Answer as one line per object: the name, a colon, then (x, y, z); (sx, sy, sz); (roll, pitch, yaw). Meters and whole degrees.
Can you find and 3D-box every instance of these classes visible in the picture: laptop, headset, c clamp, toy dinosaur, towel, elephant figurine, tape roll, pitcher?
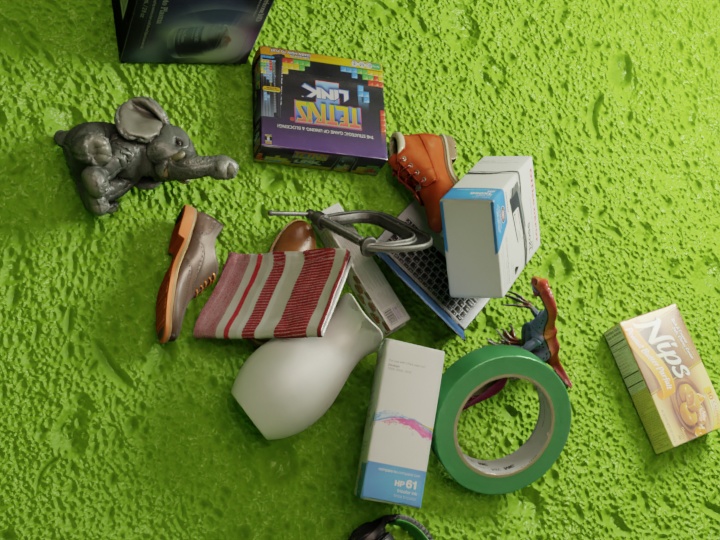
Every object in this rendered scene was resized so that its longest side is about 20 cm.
laptop: (0.117, -0.011, 1.698); (0.187, 0.116, 0.200); (44, 61, 0)
headset: (0.026, 0.381, 1.516); (0.197, 0.094, 0.125); (-4, 70, -34)
c clamp: (-0.005, -0.053, 1.611); (0.169, 0.199, 0.028); (-8, 112, -38)
toy dinosaur: (0.258, 0.078, 1.676); (0.197, 0.182, 0.107); (11, 61, -20)
towel: (-0.116, 0.030, 1.558); (0.023, 0.197, 0.145); (60, 39, -41)
elephant figurine: (-0.291, -0.159, 1.596); (0.198, 0.141, 0.157); (-23, 93, -21)
tape roll: (0.190, 0.205, 1.615); (0.197, 0.048, 0.204); (-4, 106, -14)
pitcher: (-0.067, 0.134, 1.566); (0.199, 0.172, 0.122); (-39, 75, -8)

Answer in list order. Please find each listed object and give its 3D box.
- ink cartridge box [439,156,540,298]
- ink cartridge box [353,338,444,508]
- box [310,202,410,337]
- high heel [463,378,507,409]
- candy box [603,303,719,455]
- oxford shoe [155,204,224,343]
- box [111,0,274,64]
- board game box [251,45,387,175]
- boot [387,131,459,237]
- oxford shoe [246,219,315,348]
ink cartridge box: (0.189, -0.066, 1.687); (0.200, 0.083, 0.147); (-45, 131, -57)
ink cartridge box: (0.050, 0.200, 1.537); (0.083, 0.145, 0.204); (9, 81, -2)
box: (0.000, 0.000, 1.692); (0.041, 0.039, 0.202); (-28, 81, -29)
high heel: (0.115, 0.178, 1.631); (0.197, 0.096, 0.068); (-14, 74, -25)
candy box: (0.465, 0.163, 1.795); (0.114, 0.055, 0.203); (-15, 74, -25)
oxford shoe: (-0.227, 0.009, 1.586); (0.072, 0.071, 0.203); (19, 63, -18)
box: (-0.237, -0.394, 1.669); (0.195, 0.200, 0.125); (-4, 69, -22)
board game box: (-0.062, -0.238, 1.756); (0.197, 0.057, 0.168); (4, 67, -19)
boot: (0.091, -0.130, 1.745); (0.106, 0.076, 0.202); (11, 43, -17)
oxford shoe: (-0.100, 0.010, 1.633); (0.070, 0.071, 0.202); (22, 61, -9)
